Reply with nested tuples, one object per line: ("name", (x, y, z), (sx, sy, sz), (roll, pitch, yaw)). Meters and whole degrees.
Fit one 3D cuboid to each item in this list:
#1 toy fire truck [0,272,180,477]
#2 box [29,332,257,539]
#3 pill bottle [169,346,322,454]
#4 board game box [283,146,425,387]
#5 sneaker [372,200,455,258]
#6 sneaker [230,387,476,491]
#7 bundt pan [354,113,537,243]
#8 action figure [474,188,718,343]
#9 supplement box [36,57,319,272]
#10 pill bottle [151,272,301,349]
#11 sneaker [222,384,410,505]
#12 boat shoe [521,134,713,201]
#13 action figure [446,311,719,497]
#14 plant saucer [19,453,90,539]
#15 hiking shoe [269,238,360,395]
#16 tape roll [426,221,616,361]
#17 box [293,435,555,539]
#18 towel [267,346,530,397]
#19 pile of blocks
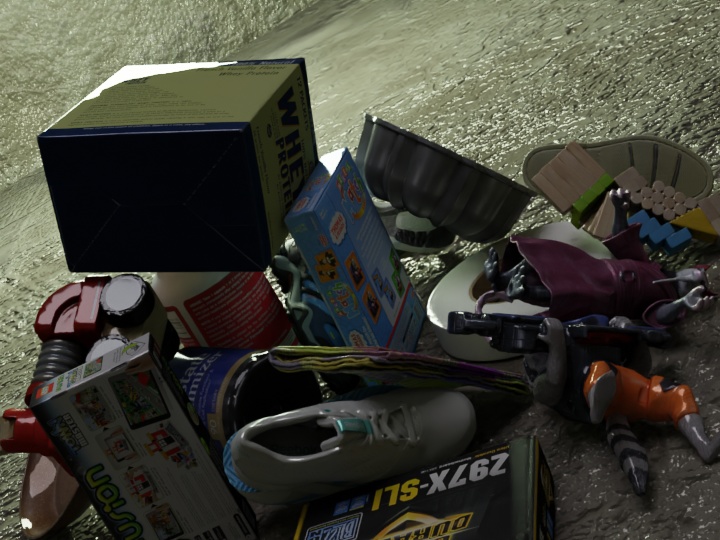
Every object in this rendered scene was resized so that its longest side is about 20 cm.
("toy fire truck", (-0.278, 0.107, 1.136), (0.197, 0.129, 0.178), (-2, 56, 13))
("box", (-0.176, 0.161, 1.022), (0.109, 0.202, 0.035), (-24, 24, 3))
("pill bottle", (-0.137, 0.130, 1.180), (0.199, 0.113, 0.112), (-2, 31, 47))
("board game box", (0.000, 0.000, 1.198), (0.036, 0.202, 0.152), (-17, 22, 21))
("sneaker", (0.013, -0.040, 1.407), (0.197, 0.089, 0.078), (7, 68, 8))
("sneaker", (-0.002, 0.128, 0.950), (0.197, 0.076, 0.089), (-10, -21, -8))
("bundt pan", (0.079, -0.088, 1.278), (0.077, 0.200, 0.202), (-66, 23, 4))
("action figure", (0.213, 0.023, 1.047), (0.197, 0.150, 0.135), (3, 45, -14))
("supplement box", (-0.160, -0.102, 1.156), (0.197, 0.136, 0.200), (0, 27, 14))
("pill bottle", (-0.146, 0.034, 1.280), (0.111, 0.201, 0.113), (-26, 20, 10))
("sneaker", (-0.013, 0.148, 1.033), (0.197, 0.077, 0.081), (-9, -21, 0))
("boat shoe", (0.273, -0.100, 1.286), (0.198, 0.076, 0.068), (8, -5, 26))
("action figure", (0.161, 0.088, 0.928), (0.197, 0.106, 0.193), (6, 7, -15))
("plant saucer", (-0.286, 0.176, 1.243), (0.200, 0.036, 0.202), (-42, 35, 39))
("hiking shoe", (-0.032, 0.032, 1.250), (0.086, 0.075, 0.201), (-25, 54, 1))
("tape roll", (0.162, 0.017, 1.201), (0.201, 0.037, 0.203), (-22, 20, 9))
("box", (0.041, 0.205, 0.882), (0.198, 0.050, 0.160), (-20, 20, 18))
("towel", (0.033, 0.086, 1.031), (0.199, 0.023, 0.143), (14, -13, -42))
("pile of blocks", (0.258, -0.050, 1.161), (0.198, 0.062, 0.083), (22, 76, 15))
